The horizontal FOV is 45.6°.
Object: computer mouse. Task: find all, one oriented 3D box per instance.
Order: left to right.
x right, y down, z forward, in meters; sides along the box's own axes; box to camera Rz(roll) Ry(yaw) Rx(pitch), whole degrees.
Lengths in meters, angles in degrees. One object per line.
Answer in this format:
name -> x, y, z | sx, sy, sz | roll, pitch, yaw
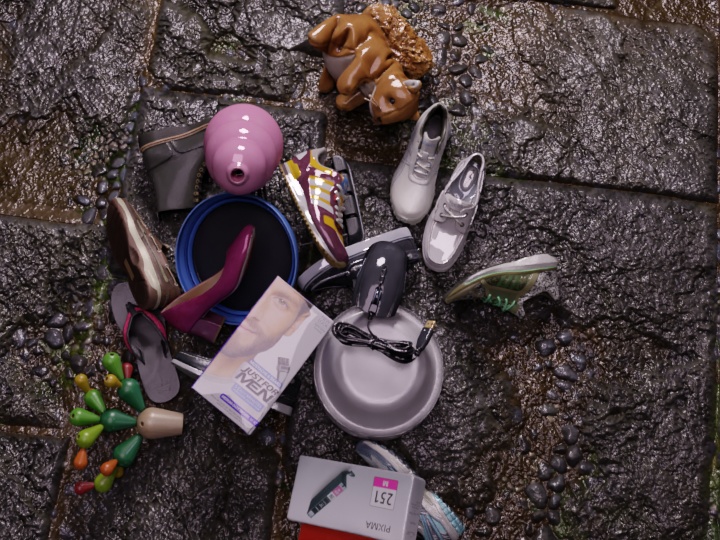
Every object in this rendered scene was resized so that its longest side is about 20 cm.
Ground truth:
computer mouse -> 0.053, 0.037, 1.250 | 0.138, 0.046, 0.202 | 22, 54, 4

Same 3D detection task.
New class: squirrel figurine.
squirrel figurine -> 0.041, -0.332, 1.389 | 0.199, 0.142, 0.186 | -40, 67, -21

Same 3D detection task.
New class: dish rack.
dish rack -> -0.100, -0.099, 1.376 | 0.196, 0.055, 0.156 | -12, 73, -2

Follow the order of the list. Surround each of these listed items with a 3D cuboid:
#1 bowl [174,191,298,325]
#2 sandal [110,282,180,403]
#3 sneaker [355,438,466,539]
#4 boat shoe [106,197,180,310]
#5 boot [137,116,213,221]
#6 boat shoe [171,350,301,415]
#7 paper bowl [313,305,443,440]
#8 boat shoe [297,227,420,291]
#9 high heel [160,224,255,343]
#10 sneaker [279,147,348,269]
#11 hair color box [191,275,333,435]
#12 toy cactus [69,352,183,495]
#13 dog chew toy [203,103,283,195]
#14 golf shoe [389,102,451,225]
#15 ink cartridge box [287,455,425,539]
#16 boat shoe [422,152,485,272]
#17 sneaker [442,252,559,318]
bowl -> -0.187, -0.020, 1.320 | 0.196, 0.039, 0.205 | 2, 98, 13
sandal -> -0.329, 0.104, 1.319 | 0.074, 0.045, 0.203 | -23, 76, -6
sneaker -> 0.057, 0.331, 1.245 | 0.200, 0.078, 0.086 | 43, 81, 11
boat shoe -> -0.340, -0.027, 1.353 | 0.074, 0.075, 0.205 | -5, 60, -41
boot -> -0.250, -0.167, 1.392 | 0.196, 0.077, 0.141 | -13, 84, 2
boat shoe -> -0.186, 0.157, 1.296 | 0.197, 0.076, 0.061 | 24, 75, -7
paper bowl -> 0.027, 0.147, 1.282 | 0.196, 0.105, 0.205 | 0, 73, -2
boat shoe -> 0.000, 0.000, 1.343 | 0.197, 0.072, 0.069 | -22, 74, -14
high heel -> -0.226, 0.009, 1.273 | 0.095, 0.068, 0.203 | 24, 105, -4
sneaker -> -0.049, -0.101, 1.301 | 0.089, 0.075, 0.202 | -27, 69, -3
hair color box -> -0.140, 0.122, 1.237 | 0.109, 0.065, 0.201 | 37, 79, -2
toy cactus -> -0.346, 0.228, 1.269 | 0.162, 0.102, 0.204 | 5, 74, -13
dog chew toy -> -0.176, -0.172, 1.271 | 0.122, 0.201, 0.127 | -2, 114, -4
golf shoe -> 0.096, -0.177, 1.377 | 0.077, 0.097, 0.204 | 14, 76, 2
ink cartridge box -> -0.016, 0.364, 1.204 | 0.197, 0.043, 0.177 | 1, 71, 33
boat shoe -> 0.150, -0.098, 1.368 | 0.070, 0.069, 0.203 | 19, 76, 3
sneaker -> 0.226, 0.035, 1.334 | 0.196, 0.077, 0.090 | -16, 83, -3
